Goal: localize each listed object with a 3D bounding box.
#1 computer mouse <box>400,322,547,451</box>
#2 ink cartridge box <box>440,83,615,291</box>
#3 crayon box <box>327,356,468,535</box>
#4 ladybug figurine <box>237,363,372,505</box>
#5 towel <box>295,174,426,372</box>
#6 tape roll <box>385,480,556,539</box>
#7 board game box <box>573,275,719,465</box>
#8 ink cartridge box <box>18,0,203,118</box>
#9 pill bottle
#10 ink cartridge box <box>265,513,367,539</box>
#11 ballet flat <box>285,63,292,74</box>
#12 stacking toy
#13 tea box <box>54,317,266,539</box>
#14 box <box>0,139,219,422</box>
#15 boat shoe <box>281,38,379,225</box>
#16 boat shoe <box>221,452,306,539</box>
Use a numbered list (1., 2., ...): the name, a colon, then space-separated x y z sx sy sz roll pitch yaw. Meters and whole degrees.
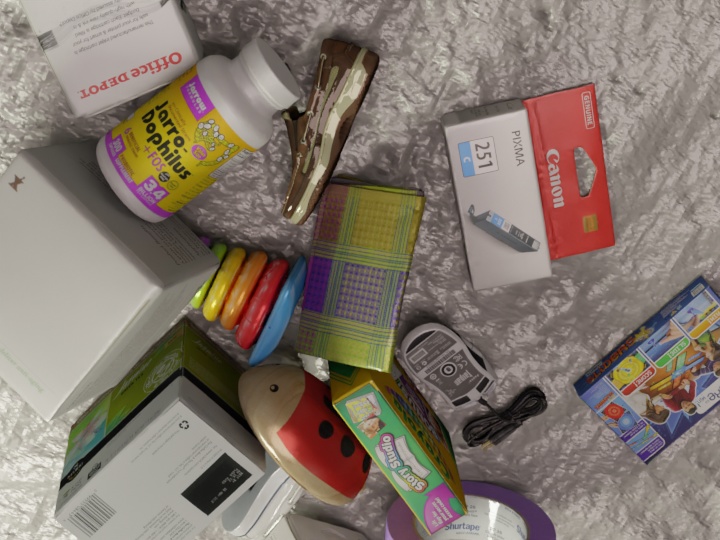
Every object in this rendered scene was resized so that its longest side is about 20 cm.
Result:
1. computer mouse: 0.122 0.123 1.583 0.109 0.044 0.200 -36 116 15
2. ink cartridge box: 0.191 -0.091 1.499 0.174 0.045 0.202 -12 113 1
3. crayon box: 0.039 0.169 1.522 0.058 0.173 0.201 -32 112 9
4. ladybug figurine: -0.051 0.173 1.470 0.072 0.136 0.200 -34 121 17
5. towel: 0.000 0.000 1.449 0.023 0.143 0.202 13 88 -49
6. tape roll: 0.127 0.325 1.578 0.198 0.200 0.066 1 112 -5
7. board game box: 0.371 0.121 1.605 0.200 0.035 0.135 -42 110 12
8. ink cartridge box: -0.260 -0.276 1.361 0.145 0.084 0.202 -20 112 3
9. pill bottle: -0.159 -0.143 1.346 0.199 0.104 0.104 -36 111 13
10. ink cartridge box: -0.082 0.405 1.631 0.146 0.083 0.201 24 110 -41
11. ballet flat: -0.160 -0.160 1.428 0.073 0.073 0.200 41 106 -19
12. stacking toy: -0.165 0.007 1.487 0.198 0.110 0.117 26 110 -2
13. tea box: -0.218 0.197 1.497 0.200 0.197 0.134 -43 110 11
14. box: -0.296 0.005 1.392 0.199 0.171 0.200 43 106 5
15. boat shoe: -0.050 -0.151 1.445 0.074 0.075 0.204 24 103 0
16. boat shoe: -0.086 0.237 1.602 0.065 0.074 0.200 28 110 -34
